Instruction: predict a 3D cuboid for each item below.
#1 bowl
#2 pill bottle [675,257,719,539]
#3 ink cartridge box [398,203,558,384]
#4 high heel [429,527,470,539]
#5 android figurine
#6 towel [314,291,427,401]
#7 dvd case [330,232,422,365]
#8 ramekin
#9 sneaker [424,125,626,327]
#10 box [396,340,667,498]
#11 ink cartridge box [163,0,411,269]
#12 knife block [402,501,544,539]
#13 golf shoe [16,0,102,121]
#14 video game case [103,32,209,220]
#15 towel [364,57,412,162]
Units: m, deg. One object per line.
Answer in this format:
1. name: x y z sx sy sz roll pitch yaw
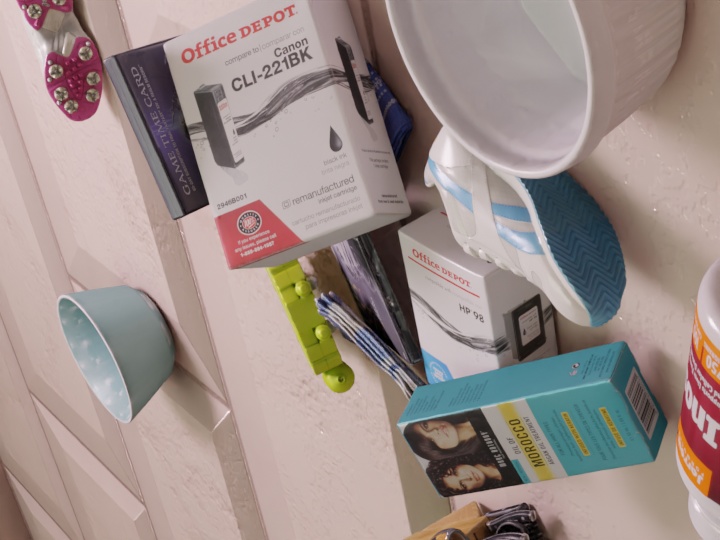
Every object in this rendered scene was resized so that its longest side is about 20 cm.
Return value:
1. bowl: -0.333 0.102 1.996 0.201 0.104 0.202 42 148 33
2. pill bottle: 0.258 0.089 0.887 0.113 0.112 0.202 38 146 38
3. ink cartridge box: 0.097 0.020 1.166 0.115 0.066 0.202 30 141 48
4. high heel: 0.128 0.318 1.237 0.199 0.071 0.144 33 139 33
5. android figurine: -0.056 0.039 1.431 0.200 0.041 0.184 160 86 -84
6. towel: 0.042 0.104 1.320 0.200 0.024 0.147 44 178 20
7. dvd case: 0.000 0.000 1.310 0.200 0.016 0.150 -143 29 -76
8. ramekin: 0.113 -0.170 0.898 0.200 0.104 0.202 43 149 33
9. sneaker: 0.120 -0.032 1.042 0.201 0.076 0.081 57 134 28
10. box: 0.132 0.120 1.112 0.198 0.049 0.083 -17 115 36
11. ink cartridge box: -0.061 -0.118 1.172 0.143 0.084 0.203 -20 83 23
12. knife block: 0.087 0.288 1.345 0.065 0.198 0.176 61 -176 -3
13. golf shoe: -0.367 -0.282 1.723 0.092 0.074 0.202 -135 28 -61
14. video game case: -0.129 -0.139 1.241 0.019 0.199 0.144 -20 97 36
15. towel: -0.030 -0.161 1.265 0.201 0.024 0.145 53 153 16
